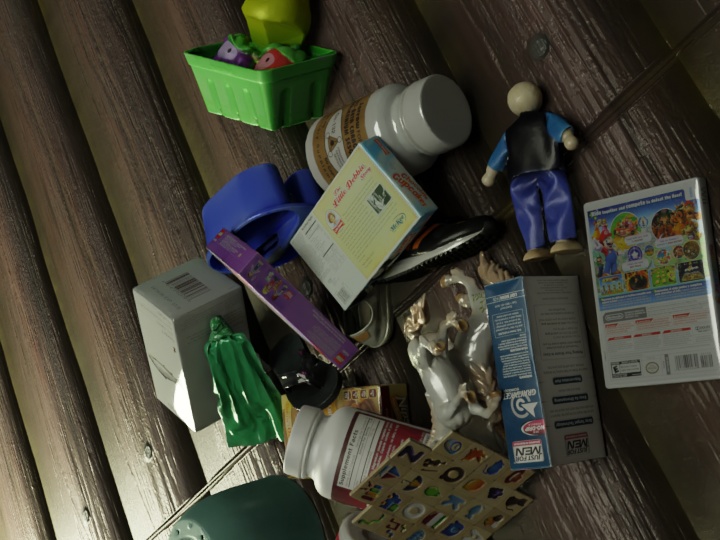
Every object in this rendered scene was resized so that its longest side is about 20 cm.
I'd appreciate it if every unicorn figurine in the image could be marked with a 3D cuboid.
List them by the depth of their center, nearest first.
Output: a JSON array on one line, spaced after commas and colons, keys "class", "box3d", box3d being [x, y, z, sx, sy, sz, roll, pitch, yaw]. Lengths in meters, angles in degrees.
[{"class": "unicorn figurine", "box3d": [0.092, 0.134, 1.268, 0.137, 0.074, 0.201, 138, 126, -60]}, {"class": "unicorn figurine", "box3d": [0.130, 0.088, 1.328, 0.137, 0.074, 0.201, 29, 112, 47]}]

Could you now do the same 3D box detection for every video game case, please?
[{"class": "video game case", "box3d": [0.303, 0.016, 1.189, 0.143, 0.018, 0.201, -12, 81, 47]}]

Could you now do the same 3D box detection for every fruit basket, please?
[{"class": "fruit basket", "box3d": [-0.132, -0.313, 1.584, 0.215, 0.155, 0.217, 27, 128, 42]}]

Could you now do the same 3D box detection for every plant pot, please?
[{"class": "plant pot", "box3d": [-0.172, 0.395, 1.605, 0.200, 0.160, 0.202, -1, 89, 48]}]

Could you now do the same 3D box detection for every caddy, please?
[{"class": "caddy", "box3d": [-0.130, -0.059, 1.572, 0.200, 0.141, 0.105, -37, 61, 42]}]

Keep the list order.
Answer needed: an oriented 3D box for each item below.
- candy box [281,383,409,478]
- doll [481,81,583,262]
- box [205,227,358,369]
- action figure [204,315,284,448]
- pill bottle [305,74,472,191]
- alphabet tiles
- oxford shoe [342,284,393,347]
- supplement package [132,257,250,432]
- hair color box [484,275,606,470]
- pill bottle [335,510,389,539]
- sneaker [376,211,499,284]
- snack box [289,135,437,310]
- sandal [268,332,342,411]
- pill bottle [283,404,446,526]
[{"class": "candy box", "box3d": [-0.020, 0.213, 1.515, 0.200, 0.055, 0.116, -12, 80, 46]}, {"class": "doll", "box3d": [0.192, -0.113, 1.288, 0.136, 0.048, 0.201, -16, 79, 45]}, {"class": "box", "box3d": [-0.102, 0.035, 1.490, 0.039, 0.200, 0.137, -48, 29, -5]}, {"class": "action figure", "box3d": [-0.164, 0.150, 1.601, 0.118, 0.055, 0.201, -15, 115, 11]}, {"class": "pill bottle", "box3d": [0.035, -0.165, 1.411, 0.200, 0.114, 0.115, -18, 77, 46]}, {"class": "alphabet tiles", "box3d": [0.093, 0.251, 1.283, 0.166, 0.200, 0.006, -46, 34, 21]}, {"class": "oxford shoe", "box3d": [0.000, 0.000, 1.493, 0.075, 0.058, 0.201, -15, 78, 48]}, {"class": "supplement package", "box3d": [-0.234, 0.106, 1.654, 0.117, 0.117, 0.201, 30, 137, 43]}, {"class": "hair color box", "box3d": [0.199, 0.109, 1.243, 0.060, 0.100, 0.201, -17, 78, 47]}, {"class": "pill bottle", "box3d": [-0.001, 0.415, 1.454, 0.111, 0.110, 0.201, 38, 117, 41]}, {"class": "sneaker", "box3d": [0.080, -0.047, 1.394, 0.200, 0.070, 0.090, -25, 75, 47]}, {"class": "snack box", "box3d": [0.000, -0.054, 1.390, 0.116, 0.037, 0.200, 51, 135, 12]}, {"class": "sandal", "box3d": [-0.087, 0.133, 1.542, 0.075, 0.048, 0.200, -49, 29, -4]}, {"class": "pill bottle", "box3d": [0.016, 0.228, 1.368, 0.199, 0.113, 0.114, 15, 104, 8]}]
